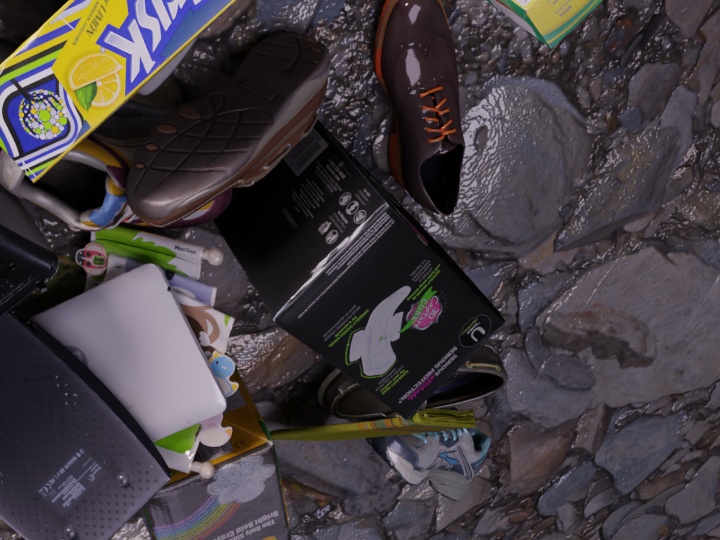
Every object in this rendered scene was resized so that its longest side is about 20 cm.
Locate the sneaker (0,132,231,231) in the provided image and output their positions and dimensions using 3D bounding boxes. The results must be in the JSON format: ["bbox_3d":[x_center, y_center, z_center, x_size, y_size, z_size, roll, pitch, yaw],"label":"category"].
[{"bbox_3d":[-0.173,-0.057,0.755,0.197,0.090,0.076,12,118,-37],"label":"sneaker"}]

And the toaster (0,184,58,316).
[{"bbox_3d":[-0.318,-0.007,0.652,0.180,0.119,0.200,-38,165,1],"label":"toaster"}]

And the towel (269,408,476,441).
[{"bbox_3d":[0.007,0.145,0.983,0.198,0.018,0.085,-14,162,41],"label":"towel"}]

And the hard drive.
[{"bbox_3d":[-0.250,0.122,0.803,0.135,0.042,0.200,-43,97,14],"label":"hard drive"}]

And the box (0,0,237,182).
[{"bbox_3d":[-0.140,-0.147,0.630,0.199,0.070,0.064,-40,106,8],"label":"box"}]

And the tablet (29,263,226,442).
[{"bbox_3d":[-0.215,0.089,0.820,0.197,0.014,0.132,-24,102,11],"label":"tablet"}]

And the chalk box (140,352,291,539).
[{"bbox_3d":[-0.143,0.203,0.961,0.122,0.124,0.203,-19,134,-18],"label":"chalk box"}]

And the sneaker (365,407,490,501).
[{"bbox_3d":[0.074,0.178,1.115,0.087,0.078,0.199,-51,144,6],"label":"sneaker"}]

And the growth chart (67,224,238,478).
[{"bbox_3d":[-0.165,0.063,0.824,0.141,0.018,0.204,8,106,4],"label":"growth chart"}]

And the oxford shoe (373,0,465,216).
[{"bbox_3d":[0.059,-0.136,0.846,0.070,0.073,0.202,-23,133,-12],"label":"oxford shoe"}]

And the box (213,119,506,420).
[{"bbox_3d":[0.000,0.000,0.865,0.124,0.149,0.200,-43,135,5],"label":"box"}]

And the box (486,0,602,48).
[{"bbox_3d":[0.178,-0.270,0.780,0.200,0.118,0.048,-44,129,8],"label":"box"}]

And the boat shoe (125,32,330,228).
[{"bbox_3d":[-0.087,-0.091,0.755,0.200,0.075,0.073,-45,153,-31],"label":"boat shoe"}]

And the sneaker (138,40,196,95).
[{"bbox_3d":[-0.121,-0.217,0.688,0.084,0.073,0.202,27,109,-21],"label":"sneaker"}]

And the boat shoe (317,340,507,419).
[{"bbox_3d":[0.056,0.113,1.052,0.198,0.061,0.073,-13,133,-22],"label":"boat shoe"}]
